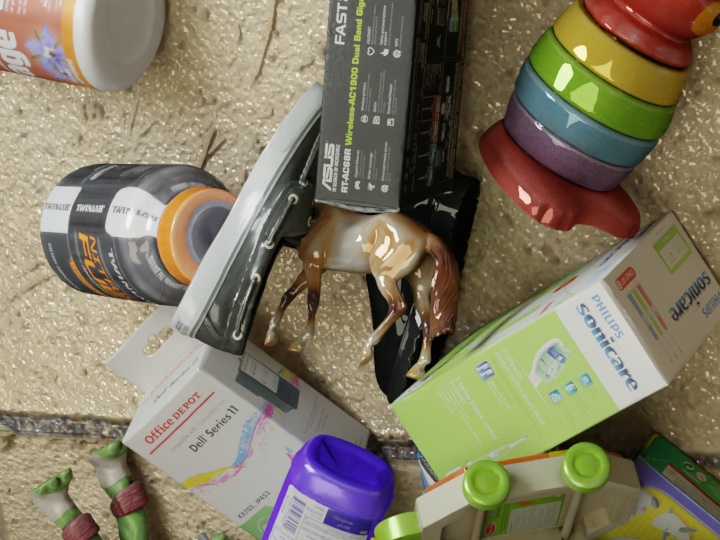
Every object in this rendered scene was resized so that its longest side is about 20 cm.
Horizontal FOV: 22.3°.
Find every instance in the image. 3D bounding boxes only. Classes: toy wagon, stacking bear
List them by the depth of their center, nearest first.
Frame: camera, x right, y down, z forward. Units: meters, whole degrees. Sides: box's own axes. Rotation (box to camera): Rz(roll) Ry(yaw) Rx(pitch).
[{"bbox_3d":[0.172,-0.136,1.204,0.114,0.121,0.201,48,119,34],"label":"stacking bear"},{"bbox_3d":[0.091,0.169,1.257,0.198,0.040,0.156,-8,151,-6],"label":"toy wagon"}]

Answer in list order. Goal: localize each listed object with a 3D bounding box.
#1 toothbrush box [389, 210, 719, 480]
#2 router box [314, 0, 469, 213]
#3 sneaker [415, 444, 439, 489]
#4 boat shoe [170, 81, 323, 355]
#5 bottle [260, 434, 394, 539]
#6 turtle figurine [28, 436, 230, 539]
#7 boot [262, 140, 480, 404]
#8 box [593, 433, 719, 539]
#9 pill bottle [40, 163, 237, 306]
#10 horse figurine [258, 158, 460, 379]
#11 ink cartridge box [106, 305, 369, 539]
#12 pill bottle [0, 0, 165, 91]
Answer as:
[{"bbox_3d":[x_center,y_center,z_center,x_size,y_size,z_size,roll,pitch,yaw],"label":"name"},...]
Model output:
[{"bbox_3d":[0.141,0.060,1.277,0.199,0.145,0.087,-32,92,36],"label":"toothbrush box"},{"bbox_3d":[0.026,-0.146,1.224,0.061,0.150,0.202,8,99,16],"label":"router box"},{"bbox_3d":[0.112,0.201,1.376,0.201,0.075,0.077,55,159,30],"label":"sneaker"},{"bbox_3d":[-0.062,-0.035,1.283,0.056,0.069,0.201,29,86,0],"label":"boat shoe"},{"bbox_3d":[-0.040,0.225,1.413,0.083,0.065,0.201,23,118,5],"label":"bottle"},{"bbox_3d":[-0.185,0.243,1.542,0.143,0.200,0.195,-29,90,0],"label":"turtle figurine"},{"bbox_3d":[-0.006,-0.014,1.373,0.161,0.073,0.200,20,111,19],"label":"boot"},{"bbox_3d":[0.207,0.232,1.371,0.117,0.048,0.201,38,125,11],"label":"box"},{"bbox_3d":[-0.158,-0.029,1.389,0.199,0.106,0.107,5,115,57],"label":"pill bottle"},{"bbox_3d":[0.000,0.000,1.297,0.198,0.050,0.134,11,85,35],"label":"horse figurine"},{"bbox_3d":[-0.106,0.121,1.450,0.199,0.068,0.117,37,126,-13],"label":"ink cartridge box"},{"bbox_3d":[-0.260,-0.208,1.413,0.198,0.112,0.113,13,116,25],"label":"pill bottle"}]
